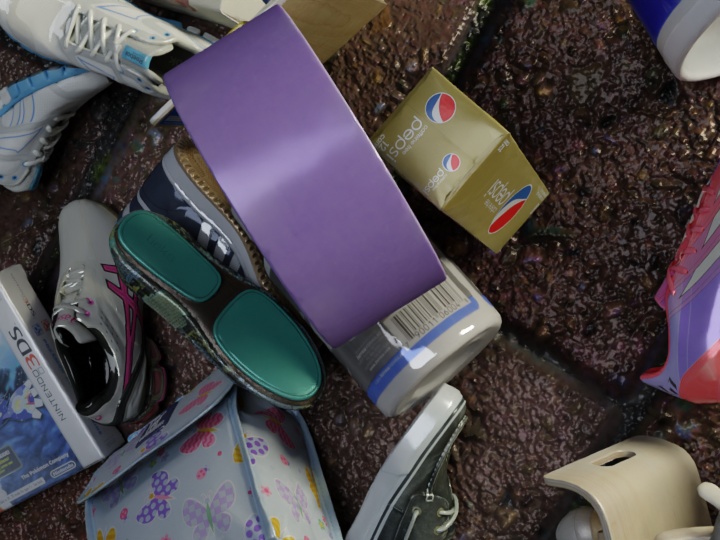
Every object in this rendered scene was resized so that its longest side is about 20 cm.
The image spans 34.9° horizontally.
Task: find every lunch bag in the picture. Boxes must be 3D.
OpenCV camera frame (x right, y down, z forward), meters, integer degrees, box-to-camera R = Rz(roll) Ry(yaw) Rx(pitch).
[{"bbox_3d":[-0.124,0.176,0.887,0.170,0.127,0.200,-35,45,16],"label":"lunch bag"}]

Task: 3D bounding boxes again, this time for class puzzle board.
[{"bbox_3d":[-0.063,-0.159,0.837,0.151,0.200,0.017,-40,86,16],"label":"puzzle board"}]

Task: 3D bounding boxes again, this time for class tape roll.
[{"bbox_3d":[-0.033,-0.057,0.712,0.085,0.200,0.200,-32,78,2],"label":"tape roll"}]

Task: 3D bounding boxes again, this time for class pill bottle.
[{"bbox_3d":[0.000,0.000,0.857,0.114,0.114,0.200,-45,74,15],"label":"pill bottle"}]

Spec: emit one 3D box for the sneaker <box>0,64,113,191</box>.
[{"bbox_3d":[-0.287,-0.118,0.994,0.200,0.075,0.087,-23,95,22],"label":"sneaker"}]

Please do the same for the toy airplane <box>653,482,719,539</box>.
[{"bbox_3d":[0.313,0.169,0.716,0.199,0.141,0.200,43,90,-3],"label":"toy airplane"}]

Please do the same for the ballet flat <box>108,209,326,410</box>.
[{"bbox_3d":[-0.108,0.034,0.865,0.200,0.074,0.074,45,104,5],"label":"ballet flat"}]

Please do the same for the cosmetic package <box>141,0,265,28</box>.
[{"bbox_3d":[-0.164,-0.271,0.938,0.200,0.087,0.103,19,95,20],"label":"cosmetic package"}]

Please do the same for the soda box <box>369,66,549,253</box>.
[{"bbox_3d":[0.073,-0.068,0.781,0.068,0.200,0.064,43,97,17],"label":"soda box"}]

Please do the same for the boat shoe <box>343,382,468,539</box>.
[{"bbox_3d":[0.042,0.180,0.869,0.071,0.072,0.200,29,110,11],"label":"boat shoe"}]

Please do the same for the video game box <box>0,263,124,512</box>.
[{"bbox_3d":[-0.334,0.119,1.000,0.200,0.047,0.182,-29,92,18],"label":"video game box"}]

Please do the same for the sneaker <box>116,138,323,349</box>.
[{"bbox_3d":[-0.118,0.003,0.928,0.108,0.070,0.200,-39,82,24],"label":"sneaker"}]

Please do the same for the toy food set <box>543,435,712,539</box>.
[{"bbox_3d":[0.188,0.220,0.767,0.060,0.143,0.200,-17,84,38],"label":"toy food set"}]

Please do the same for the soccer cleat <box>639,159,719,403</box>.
[{"bbox_3d":[0.243,-0.007,0.791,0.076,0.067,0.200,8,95,26],"label":"soccer cleat"}]

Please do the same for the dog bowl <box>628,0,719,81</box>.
[{"bbox_3d":[0.264,-0.207,0.712,0.200,0.200,0.079,-33,76,18],"label":"dog bowl"}]

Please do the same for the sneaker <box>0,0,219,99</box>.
[{"bbox_3d":[-0.185,-0.179,0.893,0.200,0.087,0.075,16,103,-16],"label":"sneaker"}]

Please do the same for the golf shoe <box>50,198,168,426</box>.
[{"bbox_3d":[-0.218,0.030,0.952,0.073,0.092,0.200,-22,76,19],"label":"golf shoe"}]
